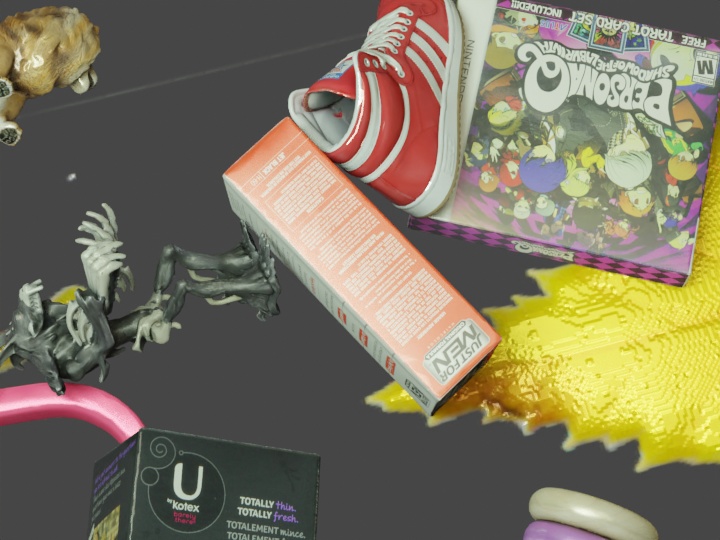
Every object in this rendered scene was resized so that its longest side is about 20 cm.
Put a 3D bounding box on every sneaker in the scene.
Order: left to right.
[{"bbox_3d":[0.010,-0.142,1.170,0.112,0.071,0.201,26,49,-36],"label":"sneaker"}]

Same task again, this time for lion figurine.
[{"bbox_3d":[-0.280,-0.130,1.193,0.199,0.073,0.123,-8,37,3],"label":"lion figurine"}]

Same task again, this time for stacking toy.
[{"bbox_3d":[0.119,0.242,1.075,0.085,0.085,0.201,18,76,5],"label":"stacking toy"}]

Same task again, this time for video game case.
[{"bbox_3d":[0.147,-0.096,1.212,0.199,0.036,0.182,13,72,3],"label":"video game case"}]

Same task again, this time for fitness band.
[{"bbox_3d":[-0.228,0.148,1.120,0.199,0.037,0.144,-9,69,-6],"label":"fitness band"}]

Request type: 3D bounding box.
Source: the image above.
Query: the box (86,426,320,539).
[{"bbox_3d":[-0.102,0.210,1.046,0.122,0.106,0.201,12,69,-21],"label":"box"}]

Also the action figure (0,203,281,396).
[{"bbox_3d":[-0.159,0.013,1.127,0.199,0.119,0.102,-17,116,-12],"label":"action figure"}]

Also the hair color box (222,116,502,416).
[{"bbox_3d":[0.000,0.000,1.129,0.061,0.102,0.200,-42,83,-8],"label":"hair color box"}]
